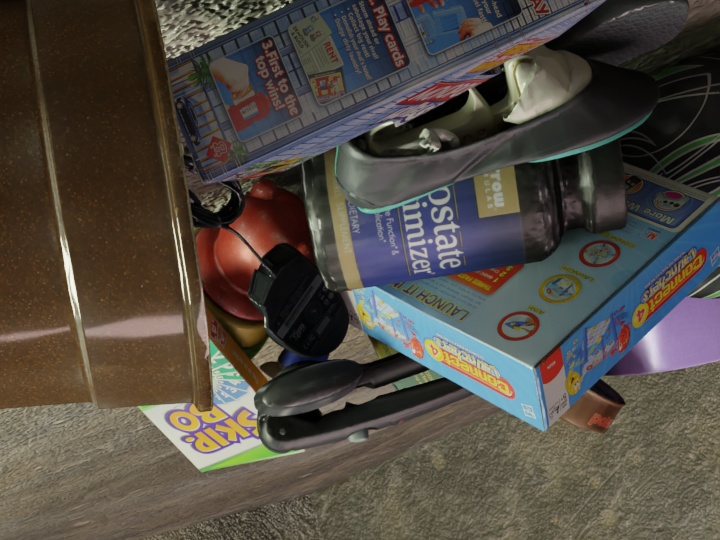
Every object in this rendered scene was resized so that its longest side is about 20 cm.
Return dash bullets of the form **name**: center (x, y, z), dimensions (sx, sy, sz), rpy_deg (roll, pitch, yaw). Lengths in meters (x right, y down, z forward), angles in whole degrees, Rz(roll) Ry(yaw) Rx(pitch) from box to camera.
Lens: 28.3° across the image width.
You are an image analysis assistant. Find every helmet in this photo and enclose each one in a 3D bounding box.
- **helmet**: center (0.274, -0.073, 1.083), dimensions (0.198, 0.203, 0.190), rpy_deg (-24, 173, 22)

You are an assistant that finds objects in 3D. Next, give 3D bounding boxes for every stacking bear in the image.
- **stacking bear**: center (-0.099, 0.012, 1.062), dimensions (0.113, 0.122, 0.200), rpy_deg (-15, 159, -46)

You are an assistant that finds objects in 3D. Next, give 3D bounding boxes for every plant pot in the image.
- **plant pot**: center (-0.174, -0.022, 0.607), dimensions (0.195, 0.203, 0.200), rpy_deg (-10, 166, -11)

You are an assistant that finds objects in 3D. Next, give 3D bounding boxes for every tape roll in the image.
- **tape roll**: center (0.290, 0.033, 1.248), dimensions (0.197, 0.067, 0.200), rpy_deg (-15, -175, 1)

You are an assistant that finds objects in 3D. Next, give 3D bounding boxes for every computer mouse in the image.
- **computer mouse**: center (-0.074, -0.009, 0.949), dimensions (0.034, 0.200, 0.059), rpy_deg (19, -114, 50)

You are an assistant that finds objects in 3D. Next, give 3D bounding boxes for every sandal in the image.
- **sandal**: center (0.131, -0.146, 0.897), dimensions (0.075, 0.044, 0.200), rpy_deg (-6, 173, -23)

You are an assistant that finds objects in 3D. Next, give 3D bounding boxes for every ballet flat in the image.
- **ballet flat**: center (0.076, -0.092, 0.825), dimensions (0.197, 0.074, 0.073), rpy_deg (-18, 168, 2)

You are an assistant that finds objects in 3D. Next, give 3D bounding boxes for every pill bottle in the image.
- **pill bottle**: center (0.066, -0.055, 0.916), dimensions (0.197, 0.114, 0.112), rpy_deg (-9, 169, 6)

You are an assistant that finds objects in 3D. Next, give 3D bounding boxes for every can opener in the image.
- **can opener**: center (0.019, 0.084, 1.009), dimensions (0.197, 0.064, 0.079), rpy_deg (-10, -179, -17)

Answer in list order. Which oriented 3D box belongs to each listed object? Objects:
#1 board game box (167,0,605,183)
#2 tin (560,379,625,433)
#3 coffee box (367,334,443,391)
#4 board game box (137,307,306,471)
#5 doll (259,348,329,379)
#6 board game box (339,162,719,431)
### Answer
- **board game box**: center (0.031, -0.116, 0.711), dimensions (0.198, 0.062, 0.200), rpy_deg (-23, 180, 19)
- **tin**: center (0.136, 0.072, 1.218), dimensions (0.042, 0.199, 0.112), rpy_deg (-56, 146, 5)
- **coffee box**: center (0.095, 0.012, 1.098), dimensions (0.199, 0.123, 0.044), rpy_deg (-35, 121, 5)
- **board game box**: center (-0.116, 0.091, 1.050), dimensions (0.094, 0.030, 0.200), rpy_deg (-13, 140, 21)
- **doll**: center (0.000, 0.000, 1.071), dimensions (0.202, 0.048, 0.136), rpy_deg (-58, 166, 1)
- **board game box**: center (0.112, -0.007, 0.981), dimensions (0.195, 0.199, 0.056), rpy_deg (-38, 133, -26)
